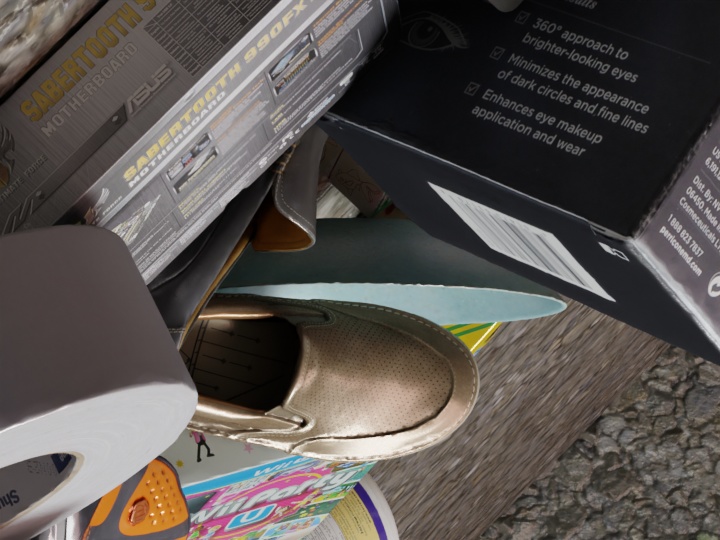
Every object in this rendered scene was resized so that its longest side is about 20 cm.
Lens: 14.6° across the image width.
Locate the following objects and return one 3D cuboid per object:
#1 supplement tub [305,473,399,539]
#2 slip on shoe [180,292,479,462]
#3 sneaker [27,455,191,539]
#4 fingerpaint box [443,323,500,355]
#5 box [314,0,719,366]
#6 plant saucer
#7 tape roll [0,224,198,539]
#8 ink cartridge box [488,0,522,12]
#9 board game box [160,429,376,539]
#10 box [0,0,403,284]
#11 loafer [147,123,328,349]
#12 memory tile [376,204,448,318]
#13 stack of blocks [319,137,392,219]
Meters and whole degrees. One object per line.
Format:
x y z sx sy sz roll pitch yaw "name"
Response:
-0.082 0.194 1.684 0.200 0.145 0.145 -33 163 -51 "supplement tub"
-0.032 0.045 1.279 0.061 0.200 0.076 178 -76 -68 "slip on shoe"
-0.126 0.140 1.173 0.112 0.078 0.200 -23 142 -50 "sneaker"
0.074 -0.013 1.646 0.167 0.073 0.200 -49 179 11 "fingerpaint box"
0.120 -0.091 1.158 0.200 0.197 0.117 -55 135 -9 "box"
0.000 0.000 1.360 0.201 0.201 0.039 31 59 -79 "plant saucer"
-0.158 0.062 0.991 0.200 0.066 0.200 -26 168 -6 "tape roll"
0.064 -0.190 1.036 0.147 0.083 0.200 -47 170 1 "ink cartridge box"
-0.080 0.104 1.401 0.147 0.064 0.200 -14 159 -29 "board game box"
-0.072 -0.061 1.074 0.200 0.048 0.158 -45 168 -6 "box"
-0.046 -0.034 1.206 0.200 0.072 0.073 -44 168 -17 "loafer"
0.082 -0.069 1.500 0.200 0.017 0.153 -48 -155 12 "memory tile"
0.057 -0.108 1.362 0.200 0.059 0.115 -39 167 -35 "stack of blocks"
